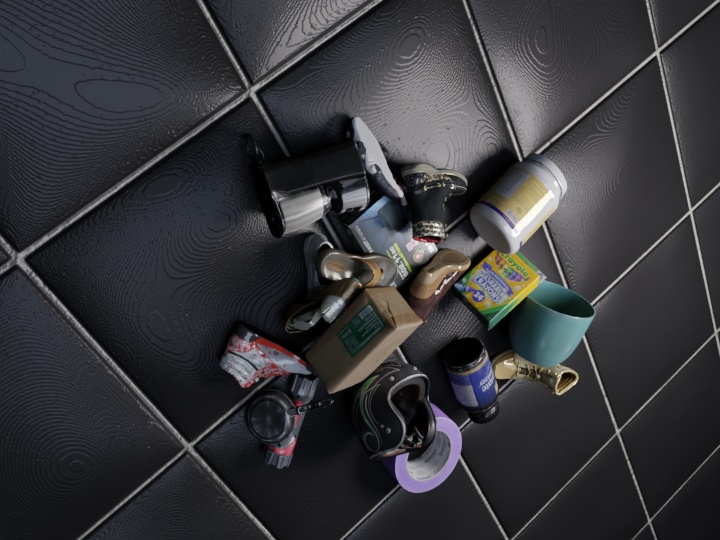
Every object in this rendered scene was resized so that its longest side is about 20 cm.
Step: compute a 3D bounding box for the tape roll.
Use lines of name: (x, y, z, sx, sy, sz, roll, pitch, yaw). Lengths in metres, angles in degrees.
tape roll: (0.150, 0.437, 1.508, 0.195, 0.085, 0.206, -9, 109, -25)

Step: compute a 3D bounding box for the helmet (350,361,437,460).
helmet: (0.070, 0.307, 1.360, 0.195, 0.200, 0.196, -2, 65, -27)

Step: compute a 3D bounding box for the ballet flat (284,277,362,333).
ballet flat: (-0.080, 0.080, 1.212, 0.196, 0.073, 0.068, -23, 116, 31)

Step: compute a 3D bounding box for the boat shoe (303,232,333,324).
boat shoe: (-0.073, 0.026, 1.260, 0.068, 0.071, 0.207, -18, 114, -21)

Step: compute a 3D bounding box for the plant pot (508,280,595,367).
plant pot: (0.462, 0.139, 1.522, 0.195, 0.201, 0.165, 2, 116, -28)

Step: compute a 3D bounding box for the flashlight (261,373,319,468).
flashlight: (-0.154, 0.322, 1.320, 0.066, 0.068, 0.206, 19, 96, 6)

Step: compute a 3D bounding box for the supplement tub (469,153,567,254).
supplement tub: (0.362, -0.154, 1.394, 0.200, 0.145, 0.146, -44, 121, -9)

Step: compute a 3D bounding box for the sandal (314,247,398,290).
sandal: (0.000, 0.000, 1.225, 0.196, 0.054, 0.084, 15, 97, -36)

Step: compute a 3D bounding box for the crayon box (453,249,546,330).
crayon box: (0.333, 0.026, 1.446, 0.199, 0.126, 0.052, -39, 153, -12)

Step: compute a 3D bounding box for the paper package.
paper package: (0.008, 0.139, 1.242, 0.200, 0.104, 0.190, -45, 165, 17)

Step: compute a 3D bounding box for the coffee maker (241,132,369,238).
coffee maker: (-0.096, -0.182, 1.144, 0.196, 0.134, 0.197, -21, 114, -21)

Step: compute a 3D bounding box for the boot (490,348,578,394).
boot: (0.445, 0.266, 1.568, 0.195, 0.155, 0.075, -3, 108, -27)

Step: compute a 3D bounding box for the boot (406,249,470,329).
boot: (0.168, 0.046, 1.408, 0.197, 0.072, 0.170, -22, 140, -46)

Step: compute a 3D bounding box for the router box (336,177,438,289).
router box: (0.062, -0.075, 1.305, 0.149, 0.062, 0.202, -40, 120, -10)

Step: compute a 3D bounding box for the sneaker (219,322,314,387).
sneaker: (-0.194, 0.197, 1.256, 0.199, 0.067, 0.110, 31, 91, -29)

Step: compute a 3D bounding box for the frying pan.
frying pan: (-0.156, 0.316, 1.280, 0.184, 0.031, 0.119, 8, 92, 7)

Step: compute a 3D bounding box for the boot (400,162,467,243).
boot: (0.164, -0.134, 1.286, 0.200, 0.072, 0.159, 5, 75, -47)

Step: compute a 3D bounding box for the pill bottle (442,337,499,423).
pill bottle: (0.282, 0.278, 1.511, 0.110, 0.111, 0.204, -32, 118, -15)

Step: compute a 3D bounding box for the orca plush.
orca plush: (0.020, -0.203, 1.222, 0.201, 0.070, 0.106, 51, 35, -10)
